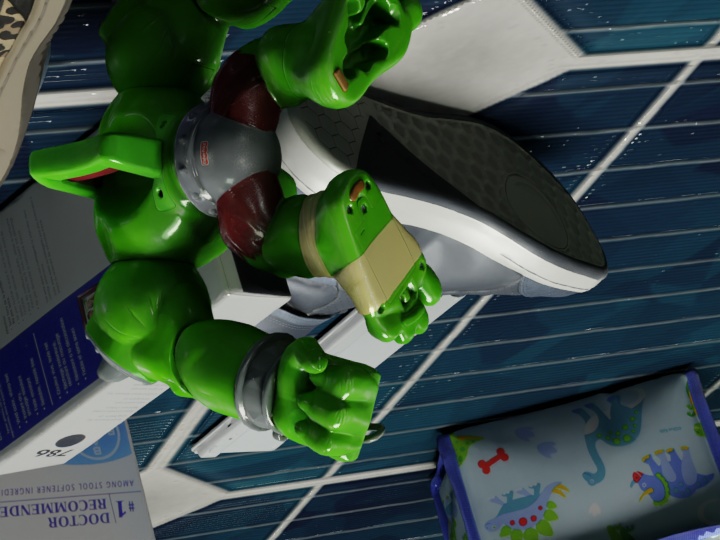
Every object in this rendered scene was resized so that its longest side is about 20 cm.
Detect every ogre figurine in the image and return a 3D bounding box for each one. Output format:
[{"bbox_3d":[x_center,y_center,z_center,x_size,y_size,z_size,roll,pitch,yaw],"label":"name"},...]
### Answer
[{"bbox_3d":[-0.042,-0.038,0.848,0.120,0.200,0.098,-5,-173,35],"label":"ogre figurine"}]

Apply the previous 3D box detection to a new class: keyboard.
[{"bbox_3d":[-0.019,0.055,1.308,0.056,0.011,0.200,-6,157,-38],"label":"keyboard"}]

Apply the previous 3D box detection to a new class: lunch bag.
[{"bbox_3d":[0.147,0.179,1.471,0.170,0.200,0.127,-14,159,-6],"label":"lunch bag"}]

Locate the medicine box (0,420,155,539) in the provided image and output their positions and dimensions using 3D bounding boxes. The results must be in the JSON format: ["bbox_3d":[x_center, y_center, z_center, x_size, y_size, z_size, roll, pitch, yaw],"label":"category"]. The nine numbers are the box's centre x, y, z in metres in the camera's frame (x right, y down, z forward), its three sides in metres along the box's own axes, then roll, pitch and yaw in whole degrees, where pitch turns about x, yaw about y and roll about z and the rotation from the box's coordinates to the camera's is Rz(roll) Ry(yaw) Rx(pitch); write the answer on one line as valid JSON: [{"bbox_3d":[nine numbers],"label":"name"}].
[{"bbox_3d":[-0.193,0.169,1.194,0.182,0.200,0.103,-2,154,-33],"label":"medicine box"}]

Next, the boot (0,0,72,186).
[{"bbox_3d":[-0.164,-0.091,0.718,0.150,0.073,0.200,-7,144,-26],"label":"boot"}]

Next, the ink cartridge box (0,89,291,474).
[{"bbox_3d":[-0.113,0.011,1.008,0.039,0.100,0.200,5,151,-45],"label":"ink cartridge box"}]

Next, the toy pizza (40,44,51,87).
[{"bbox_3d":[-0.204,-0.065,0.839,0.200,0.032,0.200,-16,154,-8],"label":"toy pizza"}]

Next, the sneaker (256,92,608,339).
[{"bbox_3d":[-0.001,-0.001,1.069,0.202,0.077,0.146,18,129,-41],"label":"sneaker"}]
